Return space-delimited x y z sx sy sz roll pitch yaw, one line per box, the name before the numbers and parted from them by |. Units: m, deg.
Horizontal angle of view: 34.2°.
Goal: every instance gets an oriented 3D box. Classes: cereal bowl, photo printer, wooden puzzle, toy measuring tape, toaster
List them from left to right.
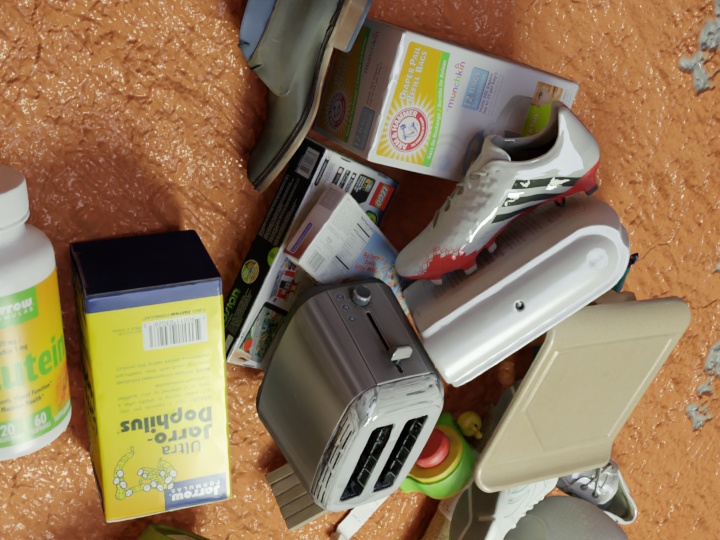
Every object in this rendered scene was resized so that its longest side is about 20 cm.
toaster | -0.012 0.115 1.012 0.112 0.130 0.202 -7 137 -35
toy measuring tape | 0.056 0.223 1.193 0.200 0.073 0.074 -44 126 -8
photo printer | 0.137 0.006 1.021 0.199 0.167 0.070 -34 103 3
cereal bowl | 0.185 0.320 1.241 0.200 0.200 0.083 -48 114 -5
wooden puzzle | 0.203 0.112 1.097 0.183 0.037 0.202 -5 128 -36

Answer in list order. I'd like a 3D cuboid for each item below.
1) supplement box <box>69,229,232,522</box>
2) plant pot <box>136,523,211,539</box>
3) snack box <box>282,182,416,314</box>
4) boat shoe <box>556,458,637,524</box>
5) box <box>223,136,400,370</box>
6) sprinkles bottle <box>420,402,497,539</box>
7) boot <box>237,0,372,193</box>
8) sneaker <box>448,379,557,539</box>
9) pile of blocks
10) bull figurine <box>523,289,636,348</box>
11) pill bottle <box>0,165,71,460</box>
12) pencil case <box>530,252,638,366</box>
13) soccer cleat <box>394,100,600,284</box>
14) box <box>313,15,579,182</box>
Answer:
supplement box | -0.172 0.084 0.961 0.108 0.109 0.203 -8 114 -17
plant pot | -0.183 0.339 1.047 0.186 0.186 0.203 25 81 -36
snack box | 0.000 0.000 1.043 0.072 0.024 0.200 -56 148 -8
boat shoe | 0.258 0.227 1.305 0.071 0.069 0.200 -57 135 -9
box | -0.050 -0.007 1.036 0.109 0.035 0.202 19 100 -50
sprinkles bottle | 0.122 0.243 1.243 0.068 0.068 0.202 22 97 -36
boot | -0.071 -0.169 0.965 0.096 0.075 0.202 25 106 -12
sneaker | 0.154 0.215 1.164 0.080 0.070 0.203 28 84 -28
pile of blocks | -0.006 0.162 1.124 0.201 0.082 0.062 -54 156 3
bull figurine | 0.167 0.027 1.135 0.197 0.065 0.123 -14 94 5
pill bottle | -0.281 0.029 0.877 0.110 0.111 0.203 -12 116 -26
pencil case | 0.226 0.068 1.222 0.092 0.084 0.203 -30 132 -61
soccer cleat | 0.106 -0.065 0.979 0.198 0.069 0.086 -31 118 9
box | 0.074 -0.143 1.028 0.198 0.101 0.114 10 105 -34
